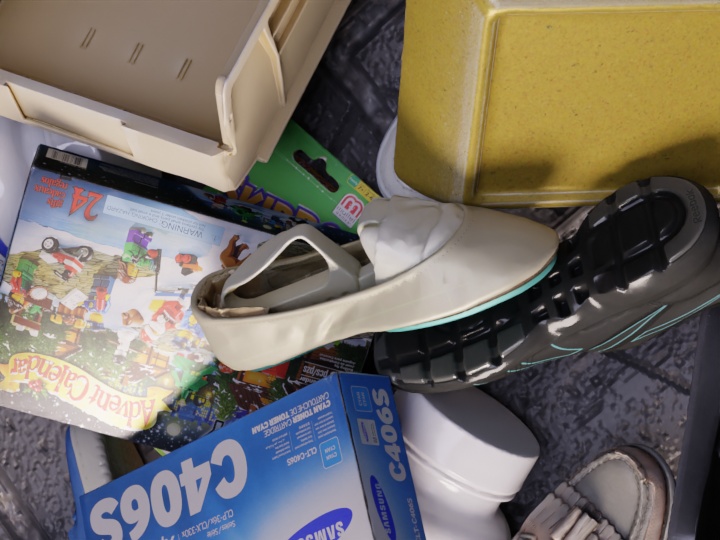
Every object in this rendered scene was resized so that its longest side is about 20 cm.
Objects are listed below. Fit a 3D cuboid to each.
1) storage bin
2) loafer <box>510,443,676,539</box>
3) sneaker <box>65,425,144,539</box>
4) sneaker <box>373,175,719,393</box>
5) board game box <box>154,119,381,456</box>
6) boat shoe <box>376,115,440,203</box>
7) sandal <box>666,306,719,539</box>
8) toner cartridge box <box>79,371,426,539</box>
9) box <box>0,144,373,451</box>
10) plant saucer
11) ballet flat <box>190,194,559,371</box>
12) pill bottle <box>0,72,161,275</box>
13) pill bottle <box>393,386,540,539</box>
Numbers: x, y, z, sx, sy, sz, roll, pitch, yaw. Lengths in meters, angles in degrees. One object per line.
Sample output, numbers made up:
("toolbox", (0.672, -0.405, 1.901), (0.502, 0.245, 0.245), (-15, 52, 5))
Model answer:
("storage bin", (-0.113, -0.168, 1.168), (0.199, 0.094, 0.200), (19, 67, 18))
("loafer", (0.091, 0.175, 1.130), (0.072, 0.063, 0.201), (46, 115, 37))
("sneaker", (-0.165, 0.187, 1.266), (0.110, 0.077, 0.202), (-15, 95, 12))
("sneaker", (0.100, 0.023, 1.104), (0.199, 0.079, 0.076), (-21, 56, 25))
("board game box", (-0.071, 0.012, 1.245), (0.095, 0.030, 0.201), (41, 109, 13))
("boat shoe", (0.082, -0.095, 1.146), (0.201, 0.086, 0.075), (-32, 82, 20))
("sandal", (0.186, 0.103, 1.113), (0.042, 0.076, 0.202), (6, 88, 21))
("toner cartridge box", (-0.060, 0.131, 1.139), (0.199, 0.043, 0.096), (-28, 67, 36))
("box", (-0.095, 0.027, 1.188), (0.198, 0.038, 0.138), (15, 110, -8))
("plant saucer", (0.119, -0.093, 1.050), (0.198, 0.201, 0.049), (-1, 52, -4))
("ballet flat", (0.000, 0.000, 1.088), (0.199, 0.069, 0.070), (-20, 86, 28))
("pill bottle", (-0.217, -0.044, 1.252), (0.199, 0.112, 0.113), (-20, 86, 20))
("pill bottle", (0.012, 0.157, 1.177), (0.112, 0.112, 0.201), (36, 105, 15))
